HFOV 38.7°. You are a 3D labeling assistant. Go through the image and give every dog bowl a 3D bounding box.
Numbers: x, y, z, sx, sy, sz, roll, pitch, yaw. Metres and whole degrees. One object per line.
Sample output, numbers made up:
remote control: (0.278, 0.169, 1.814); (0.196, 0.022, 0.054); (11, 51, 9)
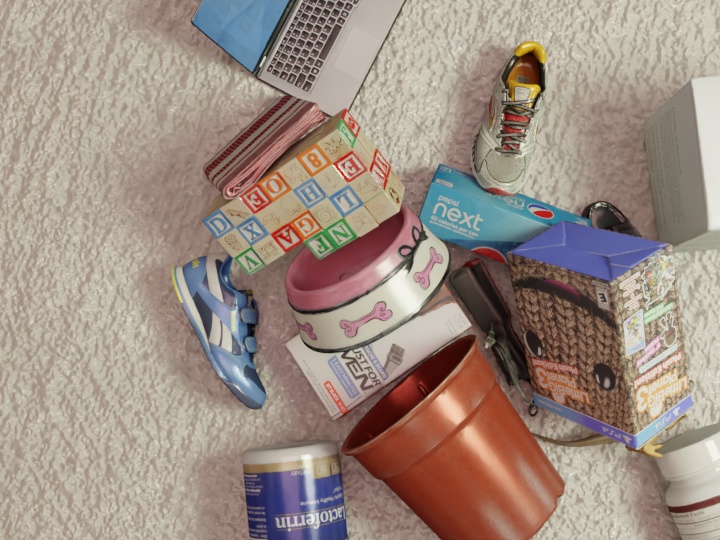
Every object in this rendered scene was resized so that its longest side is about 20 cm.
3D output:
dog bowl: (0.000, 0.000, 1.165); (0.199, 0.200, 0.074); (-34, 115, -2)

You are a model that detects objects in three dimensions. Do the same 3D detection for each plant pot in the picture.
plant pot: (0.115, 0.212, 1.157); (0.200, 0.201, 0.196); (-40, 92, -3)

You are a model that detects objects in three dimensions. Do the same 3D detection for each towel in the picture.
towel: (-0.118, -0.147, 1.196); (0.144, 0.200, 0.023); (-42, 110, -3)

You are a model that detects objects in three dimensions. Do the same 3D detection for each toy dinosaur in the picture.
toy dinosaur: (0.315, 0.188, 1.202); (0.198, 0.106, 0.061); (-19, 88, -7)

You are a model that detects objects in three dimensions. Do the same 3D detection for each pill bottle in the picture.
pill bottle: (0.419, 0.285, 1.172); (0.113, 0.114, 0.202); (-22, 84, -1)
pill bottle: (-0.071, 0.303, 1.183); (0.114, 0.116, 0.203); (-6, 85, 1)

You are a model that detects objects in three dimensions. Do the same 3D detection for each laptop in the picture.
laptop: (-0.068, -0.319, 1.246); (0.198, 0.116, 0.189); (27, 86, 4)

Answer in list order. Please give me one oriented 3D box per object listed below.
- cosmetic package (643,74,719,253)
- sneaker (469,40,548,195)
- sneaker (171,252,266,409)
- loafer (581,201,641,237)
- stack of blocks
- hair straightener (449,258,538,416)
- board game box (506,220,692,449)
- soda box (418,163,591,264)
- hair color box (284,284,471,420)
cosmetic package: (0.436, -0.120, 1.170); (0.165, 0.200, 0.169); (-5, 84, 0)
sneaker: (0.179, -0.184, 1.225); (0.077, 0.082, 0.202); (11, 71, 3)
sneaker: (-0.154, 0.069, 1.231); (0.082, 0.074, 0.202); (-26, 85, -3)
loafer: (0.327, 0.006, 1.228); (0.071, 0.063, 0.202); (-22, 84, -1)
stack of blocks: (-0.064, -0.074, 1.146); (0.199, 0.059, 0.115); (-30, 112, 24)
hair straightener: (0.161, 0.087, 1.224); (0.041, 0.077, 0.202); (-25, 90, 35)
board game box: (0.262, 0.066, 1.126); (0.096, 0.159, 0.202); (-27, 116, -27)
soda box: (0.171, -0.054, 1.226); (0.198, 0.064, 0.068); (21, 120, 4)
hair color box: (0.021, 0.079, 1.229); (0.199, 0.064, 0.111); (-34, 83, -3)
